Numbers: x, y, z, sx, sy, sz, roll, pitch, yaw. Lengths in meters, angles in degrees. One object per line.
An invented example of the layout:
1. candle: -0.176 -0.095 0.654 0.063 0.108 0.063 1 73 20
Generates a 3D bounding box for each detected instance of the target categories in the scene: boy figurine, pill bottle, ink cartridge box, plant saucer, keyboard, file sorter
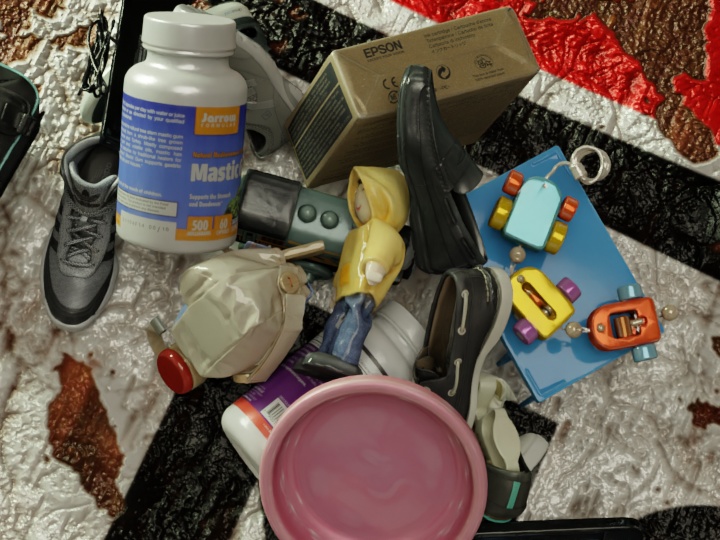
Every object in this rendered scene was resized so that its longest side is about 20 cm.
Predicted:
1. boy figurine: 0.000 0.000 1.455 0.064 0.124 0.202 17 79 -12
2. pill bottle: -0.158 -0.125 1.462 0.111 0.112 0.202 5 105 -5
3. pill bottle: -0.024 0.119 1.531 0.200 0.112 0.113 -38 84 -13
4. ink cartridge box: 0.045 -0.162 1.550 0.199 0.165 0.076 -18 78 -25
5. plant saucer: 0.012 0.179 1.434 0.199 0.051 0.202 1 110 4
6. keyboard: -0.218 -0.201 1.548 0.104 0.039 0.202 23 61 -34
7. file sorter: 0.169 0.014 1.568 0.138 0.123 0.201 -28 81 -10

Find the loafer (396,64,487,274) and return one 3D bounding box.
1. loafer: 0.073 -0.089 1.446 0.070 0.068 0.202 -3 120 13

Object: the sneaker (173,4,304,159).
1. sneaker: -0.118 -0.174 1.559 0.082 0.200 0.075 -50 43 -3

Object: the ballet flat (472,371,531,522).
1. ballet flat: 0.118 0.140 1.515 0.067 0.069 0.201 2 40 -22

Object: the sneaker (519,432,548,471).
1. sneaker: 0.084 0.199 1.544 0.199 0.073 0.085 -35 85 -10

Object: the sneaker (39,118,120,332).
1. sneaker: -0.260 -0.048 1.543 0.075 0.114 0.202 12 77 -2

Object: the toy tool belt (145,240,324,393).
1. toy tool belt: -0.106 0.041 1.518 0.123 0.200 0.125 -32 81 -34

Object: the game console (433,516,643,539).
1. game console: 0.160 0.322 1.508 0.198 0.177 0.117 -1 49 -7

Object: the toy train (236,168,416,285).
1. toy train: -0.039 -0.036 1.563 0.198 0.114 0.086 17 77 -2

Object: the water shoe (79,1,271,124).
1. water shoe: -0.179 -0.189 1.603 0.199 0.072 0.079 -34 81 -12

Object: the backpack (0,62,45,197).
1. backpack: -0.415 -0.131 1.526 0.199 0.153 0.177 28 74 -9

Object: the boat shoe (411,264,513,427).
1. boat shoe: 0.077 0.087 1.474 0.060 0.074 0.201 4 119 -30

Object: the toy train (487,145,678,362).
1. toy train: 0.193 -0.004 1.487 0.149 0.056 0.202 -15 83 -10
